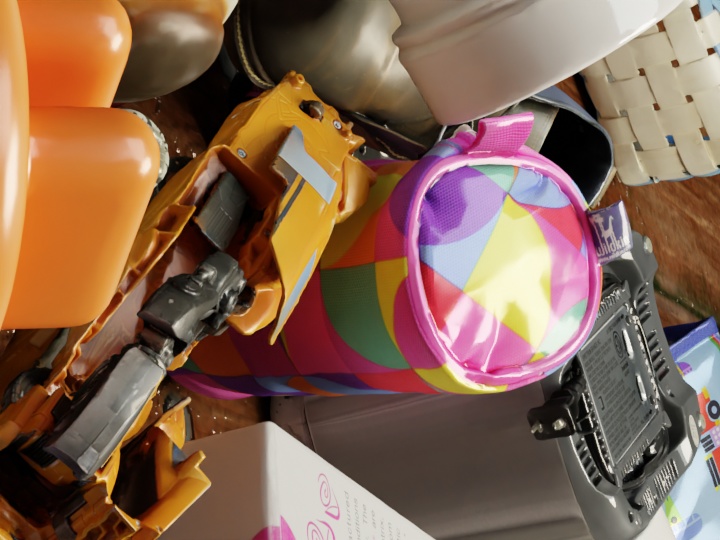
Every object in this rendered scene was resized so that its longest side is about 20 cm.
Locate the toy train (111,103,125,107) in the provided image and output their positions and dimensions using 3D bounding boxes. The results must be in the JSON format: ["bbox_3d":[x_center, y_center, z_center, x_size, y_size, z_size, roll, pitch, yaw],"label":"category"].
[{"bbox_3d":[-0.104,-0.048,0.926,0.116,0.085,0.200,70,21,-68],"label":"toy train"}]

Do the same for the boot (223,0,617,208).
[{"bbox_3d":[0.025,-0.072,0.991,0.075,0.097,0.200,-64,158,-1],"label":"boot"}]

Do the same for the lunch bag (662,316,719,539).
[{"bbox_3d":[0.103,0.130,1.329,0.200,0.094,0.151,-36,111,-51],"label":"lunch bag"}]

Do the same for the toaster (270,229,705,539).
[{"bbox_3d":[0.050,0.058,1.153,0.200,0.129,0.114,-39,112,-68],"label":"toaster"}]

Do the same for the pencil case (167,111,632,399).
[{"bbox_3d":[0.000,0.000,0.970,0.088,0.200,0.088,3,84,-32],"label":"pencil case"}]

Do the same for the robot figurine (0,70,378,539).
[{"bbox_3d":[-0.067,0.029,0.839,0.058,0.145,0.200,42,39,-11],"label":"robot figurine"}]

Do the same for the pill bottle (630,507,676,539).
[{"bbox_3d":[0.117,0.197,1.211,0.200,0.116,0.116,65,23,-17],"label":"pill bottle"}]

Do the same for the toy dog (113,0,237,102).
[{"bbox_3d":[-0.111,-0.133,0.801,0.200,0.194,0.140,45,26,-38],"label":"toy dog"}]

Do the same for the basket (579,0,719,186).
[{"bbox_3d":[0.204,-0.144,1.663,0.176,0.139,0.200,66,33,-21],"label":"basket"}]

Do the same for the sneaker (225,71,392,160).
[{"bbox_3d":[-0.004,-0.076,1.117,0.084,0.077,0.200,-10,109,-57],"label":"sneaker"}]

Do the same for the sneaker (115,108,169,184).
[{"bbox_3d":[-0.128,-0.009,0.756,0.200,0.089,0.077,-30,96,-45],"label":"sneaker"}]

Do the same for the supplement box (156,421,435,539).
[{"bbox_3d":[-0.026,0.135,0.949,0.200,0.103,0.101,43,38,-56],"label":"supplement box"}]

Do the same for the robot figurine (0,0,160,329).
[{"bbox_3d":[-0.150,-0.029,0.656,0.117,0.200,0.144,180,-89,-68],"label":"robot figurine"}]

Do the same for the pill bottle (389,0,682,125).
[{"bbox_3d":[0.016,-0.152,0.881,0.200,0.120,0.120,60,23,-10],"label":"pill bottle"}]
